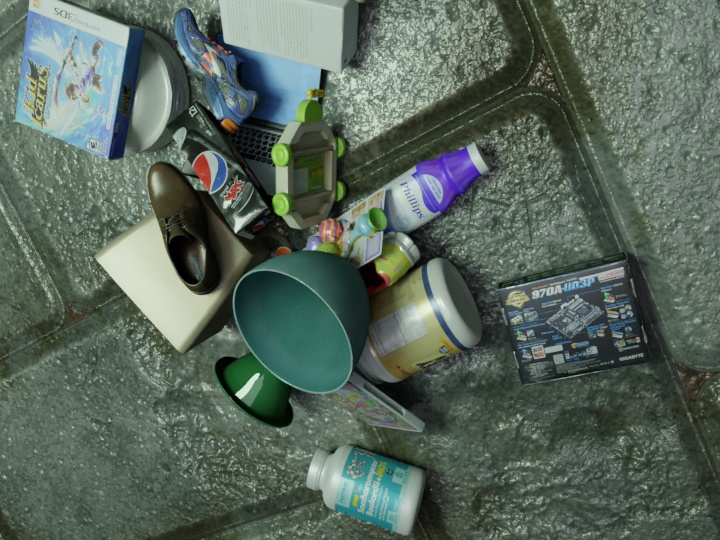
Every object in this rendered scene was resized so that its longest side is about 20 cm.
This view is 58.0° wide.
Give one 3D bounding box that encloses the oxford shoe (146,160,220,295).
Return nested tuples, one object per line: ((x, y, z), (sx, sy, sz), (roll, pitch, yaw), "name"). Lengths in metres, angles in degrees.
((-0.254, -0.067, 0.925), (0.071, 0.084, 0.203), (-24, 87, -4), "oxford shoe")

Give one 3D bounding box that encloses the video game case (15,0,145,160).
((-0.435, -0.298, 1.001), (0.178, 0.045, 0.204), (22, 109, 11), "video game case")

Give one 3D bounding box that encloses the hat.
((-0.133, 0.140, 1.079), (0.165, 0.200, 0.177), (39, 99, 6), "hat")

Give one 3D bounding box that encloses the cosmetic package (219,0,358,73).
((-0.105, -0.375, 0.956), (0.196, 0.072, 0.103), (19, 141, 11), "cosmetic package")

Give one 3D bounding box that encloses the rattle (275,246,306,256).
((-0.100, 0.073, 1.121), (0.129, 0.143, 0.202), (-29, 79, -10), "rattle")

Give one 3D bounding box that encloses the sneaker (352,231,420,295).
((0.000, 0.000, 1.005), (0.078, 0.091, 0.198), (47, 146, -17), "sneaker")

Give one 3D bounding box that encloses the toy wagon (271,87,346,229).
((-0.077, -0.169, 0.979), (0.039, 0.154, 0.205), (10, 108, 30), "toy wagon")

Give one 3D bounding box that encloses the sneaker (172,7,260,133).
((-0.218, -0.311, 0.990), (0.077, 0.075, 0.203), (-29, 89, -1), "sneaker")

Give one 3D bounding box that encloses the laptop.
((-0.171, -0.240, 1.009), (0.183, 0.203, 0.117), (15, 151, 12), "laptop")

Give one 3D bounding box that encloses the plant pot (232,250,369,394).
((-0.064, 0.052, 0.925), (0.197, 0.135, 0.204), (18, 129, 24), "plant pot")

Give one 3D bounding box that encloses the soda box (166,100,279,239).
((-0.203, -0.148, 0.968), (0.063, 0.071, 0.202), (-36, 80, 6), "soda box")

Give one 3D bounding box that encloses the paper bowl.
((-0.391, -0.295, 1.068), (0.196, 0.104, 0.206), (4, 105, 16), "paper bowl")

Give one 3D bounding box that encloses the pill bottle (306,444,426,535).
((0.009, 0.372, 1.125), (0.196, 0.111, 0.113), (14, 109, 12), "pill bottle")

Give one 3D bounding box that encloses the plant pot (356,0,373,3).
((0.005, -0.475, 0.859), (0.198, 0.200, 0.179), (33, 122, 5), "plant pot")

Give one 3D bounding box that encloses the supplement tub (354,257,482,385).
((0.074, 0.085, 1.009), (0.198, 0.144, 0.146), (-28, 96, 22), "supplement tub")

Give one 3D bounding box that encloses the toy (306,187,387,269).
((-0.041, -0.045, 0.992), (0.047, 0.117, 0.198), (27, 143, -34), "toy")

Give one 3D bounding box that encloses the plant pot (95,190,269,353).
((-0.263, -0.018, 1.056), (0.177, 0.200, 0.200), (-43, 90, 8), "plant pot")

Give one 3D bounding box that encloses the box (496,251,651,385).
((0.321, 0.076, 0.985), (0.196, 0.046, 0.162), (-15, 100, 20), "box")

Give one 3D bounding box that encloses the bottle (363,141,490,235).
((0.101, -0.121, 0.986), (0.198, 0.065, 0.084), (-30, 98, 22), "bottle")

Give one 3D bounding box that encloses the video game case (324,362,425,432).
((-0.006, 0.203, 1.045), (0.199, 0.018, 0.142), (40, 152, -29), "video game case")
